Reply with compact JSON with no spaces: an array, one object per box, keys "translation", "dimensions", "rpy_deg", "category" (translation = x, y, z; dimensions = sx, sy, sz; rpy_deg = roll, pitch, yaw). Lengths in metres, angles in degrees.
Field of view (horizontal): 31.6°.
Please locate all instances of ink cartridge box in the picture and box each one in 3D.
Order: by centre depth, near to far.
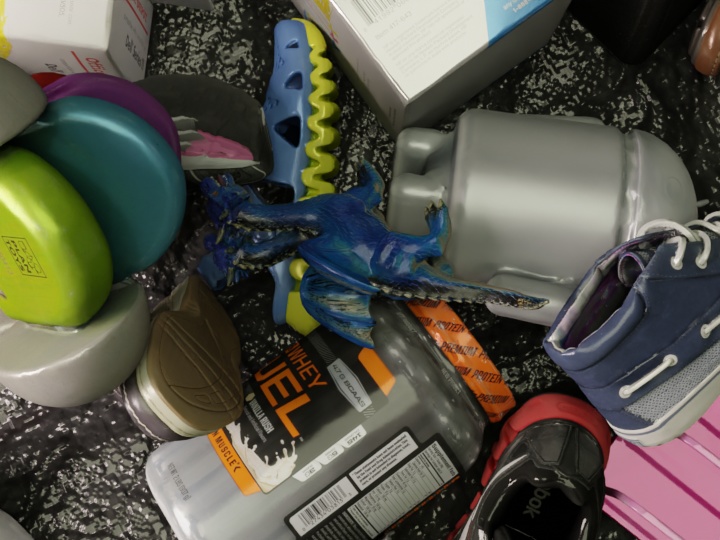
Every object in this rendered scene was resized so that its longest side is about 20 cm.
[{"translation":[0.018,-0.202,0.783],"dimensions":[0.128,0.125,0.200],"rpy_deg":[-35,84,-4],"category":"ink cartridge box"},{"translation":[-0.197,-0.158,0.784],"dimensions":[0.199,0.117,0.068],"rpy_deg":[6,85,2],"category":"ink cartridge box"}]

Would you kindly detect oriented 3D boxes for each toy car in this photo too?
[{"translation":[-0.164,-0.040,0.652],"dimensions":[0.150,0.200,0.176],"rpy_deg":[-36,117,-27],"category":"toy car"}]

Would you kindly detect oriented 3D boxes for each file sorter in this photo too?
[{"translation":[0.250,0.096,0.749],"dimensions":[0.139,0.125,0.200],"rpy_deg":[38,85,5],"category":"file sorter"}]

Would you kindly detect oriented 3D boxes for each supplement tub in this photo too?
[{"translation":[-0.015,0.101,0.753],"dimensions":[0.200,0.123,0.123],"rpy_deg":[-37,85,-4],"category":"supplement tub"}]

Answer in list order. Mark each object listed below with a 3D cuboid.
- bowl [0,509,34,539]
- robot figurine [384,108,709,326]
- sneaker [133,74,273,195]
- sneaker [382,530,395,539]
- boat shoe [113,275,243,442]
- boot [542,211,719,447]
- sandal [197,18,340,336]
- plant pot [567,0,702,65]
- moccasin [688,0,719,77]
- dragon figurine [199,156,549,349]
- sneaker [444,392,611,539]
[{"translation":[-0.252,0.265,0.762],"dimensions":[0.200,0.075,0.200],"rpy_deg":[-36,85,-5],"category":"bowl"},{"translation":[0.115,-0.035,0.771],"dimensions":[0.199,0.113,0.170],"rpy_deg":[8,53,2],"category":"robot figurine"},{"translation":[-0.142,-0.065,0.785],"dimensions":[0.199,0.087,0.080],"rpy_deg":[4,44,21],"category":"sneaker"},{"translation":[-0.022,0.243,0.746],"dimensions":[0.060,0.104,0.200],"rpy_deg":[33,85,3],"category":"sneaker"},{"translation":[-0.110,0.058,0.726],"dimensions":[0.065,0.200,0.072],"rpy_deg":[-36,104,7],"category":"boat shoe"},{"translation":[0.190,-0.002,0.688],"dimensions":[0.200,0.073,0.090],"rpy_deg":[-50,122,-5],"category":"boot"},{"translation":[-0.055,-0.060,0.796],"dimensions":[0.087,0.079,0.201],"rpy_deg":[3,82,5],"category":"sandal"},{"translation":[0.179,-0.280,0.766],"dimensions":[0.200,0.177,0.200],"rpy_deg":[45,85,4],"category":"plant pot"},{"translation":[0.291,-0.192,0.812],"dimensions":[0.201,0.074,0.078],"rpy_deg":[-40,77,-13],"category":"moccasin"},{"translation":[0.000,0.000,0.699],"dimensions":[0.200,0.059,0.099],"rpy_deg":[36,57,24],"category":"dragon figurine"},{"translation":[0.085,0.171,0.734],"dimensions":[0.071,0.098,0.201],"rpy_deg":[22,110,0],"category":"sneaker"}]
